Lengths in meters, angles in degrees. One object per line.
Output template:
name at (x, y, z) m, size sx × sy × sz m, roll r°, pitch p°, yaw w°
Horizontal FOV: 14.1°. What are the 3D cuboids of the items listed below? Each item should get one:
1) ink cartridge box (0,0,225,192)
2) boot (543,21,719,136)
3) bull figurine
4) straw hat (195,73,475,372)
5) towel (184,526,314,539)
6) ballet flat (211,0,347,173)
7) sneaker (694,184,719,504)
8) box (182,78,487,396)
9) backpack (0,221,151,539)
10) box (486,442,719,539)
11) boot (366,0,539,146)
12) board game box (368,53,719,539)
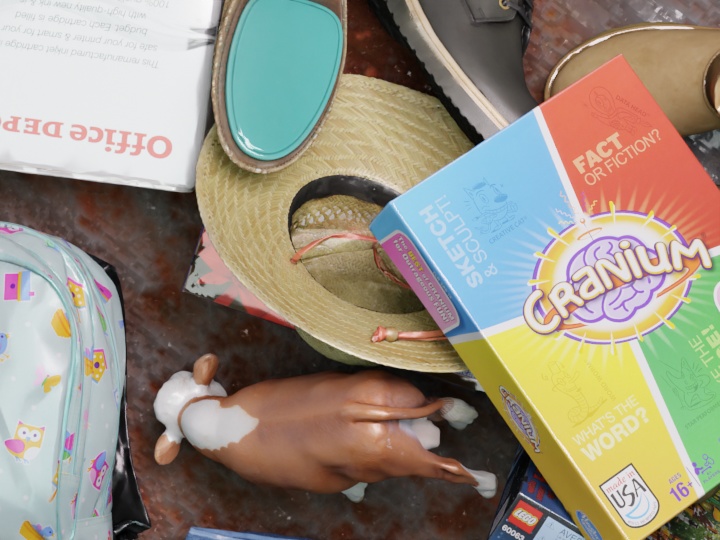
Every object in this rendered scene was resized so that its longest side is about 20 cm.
ink cartridge box at (-0.141, -0.150, 1.541) m, size 0.145 × 0.084 × 0.201 m, roll 8°, pitch 95°, yaw 2°
boot at (0.181, -0.094, 1.476) m, size 0.174 × 0.200 × 0.066 m, roll -11°, pitch 97°, yaw 3°
bull figurine at (-0.020, 0.085, 1.529) m, size 0.121 × 0.200 × 0.065 m, roll 15°, pitch 81°, yaw -35°
straw hat at (0.000, 0.000, 1.503) m, size 0.200 × 0.202 × 0.085 m, roll 21°, pitch 137°, yaw 0°
towel at (-0.003, 0.205, 1.583) m, size 0.199 × 0.049 × 0.112 m, roll 7°, pitch 96°, yaw 1°
ballet flat at (-0.041, -0.137, 1.499) m, size 0.070 × 0.065 × 0.201 m, roll 19°, pitch 70°, yaw -19°
sneaker at (0.199, 0.036, 1.512) m, size 0.089 × 0.067 × 0.201 m, roll 11°, pitch 50°, yaw -11°
box at (0.019, -0.022, 1.569) m, size 0.199 × 0.039 × 0.137 m, roll 18°, pitch 94°, yaw 1°
backpack at (-0.191, 0.075, 1.541) m, size 0.166 × 0.127 × 0.201 m, roll 9°, pitch 92°, yaw 5°
box at (0.144, 0.121, 1.495) m, size 0.136 × 0.200 × 0.038 m, roll 30°, pitch 113°, yaw -1°
boot at (0.082, -0.149, 1.508) m, size 0.138 × 0.077 × 0.200 m, roll -34°, pitch 64°, yaw 0°
board game box at (0.122, 0.017, 1.412) m, size 0.153 × 0.040 × 0.200 m, roll -33°, pitch 84°, yaw -22°
